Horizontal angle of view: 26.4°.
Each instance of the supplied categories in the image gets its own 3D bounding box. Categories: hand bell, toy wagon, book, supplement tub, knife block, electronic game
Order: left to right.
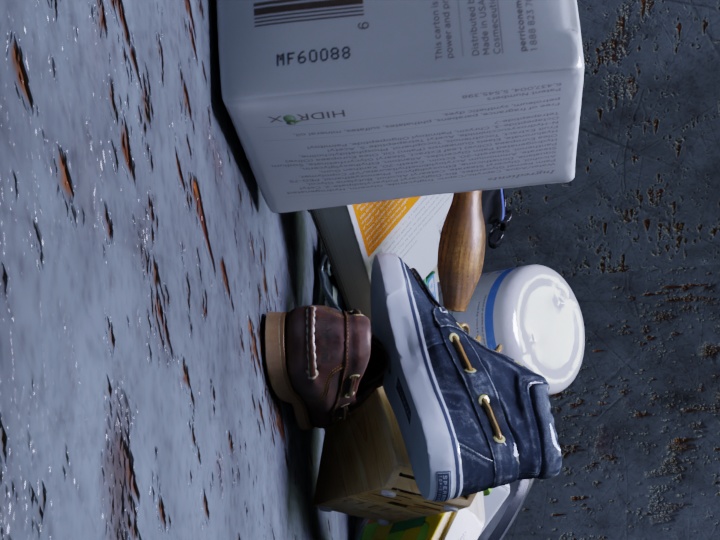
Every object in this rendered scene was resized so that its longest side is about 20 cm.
[{"bbox_3d":[0.018,-0.077,1.097,0.134,0.048,0.200,-46,134,-32],"label":"book"},{"bbox_3d":[0.024,0.218,1.125,0.155,0.040,0.200,-61,-166,-25],"label":"toy wagon"},{"bbox_3d":[0.024,0.088,1.102,0.200,0.064,0.176,149,-47,-64],"label":"knife block"},{"bbox_3d":[0.077,-0.072,1.050,0.104,0.104,0.201,-41,136,-85],"label":"hand bell"},{"bbox_3d":[0.115,0.071,1.566,0.132,0.200,0.132,12,73,-46],"label":"supplement tub"},{"bbox_3d":[0.122,0.219,1.485,0.200,0.042,0.200,-59,-173,11],"label":"electronic game"}]

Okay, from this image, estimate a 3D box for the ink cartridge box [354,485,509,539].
[{"bbox_3d":[0.065,0.201,1.442,0.145,0.084,0.200,-58,-174,15],"label":"ink cartridge box"}]

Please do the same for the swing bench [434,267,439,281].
[{"bbox_3d":[0.054,-0.046,1.774,0.200,0.129,0.200,93,-8,-80],"label":"swing bench"}]

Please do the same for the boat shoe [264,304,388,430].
[{"bbox_3d":[-0.016,0.065,1.007,0.200,0.070,0.071,69,15,-80],"label":"boat shoe"}]

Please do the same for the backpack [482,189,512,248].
[{"bbox_3d":[0.044,-0.131,1.408,0.191,0.154,0.201,-127,-149,-59],"label":"backpack"}]

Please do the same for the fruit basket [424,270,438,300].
[{"bbox_3d":[0.024,0.068,1.423,0.200,0.093,0.186,-78,163,-66],"label":"fruit basket"}]

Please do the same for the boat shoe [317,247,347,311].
[{"bbox_3d":[0.000,0.000,1.279,0.200,0.073,0.062,-94,173,-49],"label":"boat shoe"}]

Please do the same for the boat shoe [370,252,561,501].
[{"bbox_3d":[0.065,0.066,1.015,0.071,0.091,0.201,97,-17,-45],"label":"boat shoe"}]

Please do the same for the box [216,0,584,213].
[{"bbox_3d":[0.024,-0.160,0.905,0.171,0.199,0.200,76,10,-71],"label":"box"}]

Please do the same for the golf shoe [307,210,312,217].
[{"bbox_3d":[-0.012,-0.131,1.124,0.078,0.094,0.201,-92,178,-76],"label":"golf shoe"}]
